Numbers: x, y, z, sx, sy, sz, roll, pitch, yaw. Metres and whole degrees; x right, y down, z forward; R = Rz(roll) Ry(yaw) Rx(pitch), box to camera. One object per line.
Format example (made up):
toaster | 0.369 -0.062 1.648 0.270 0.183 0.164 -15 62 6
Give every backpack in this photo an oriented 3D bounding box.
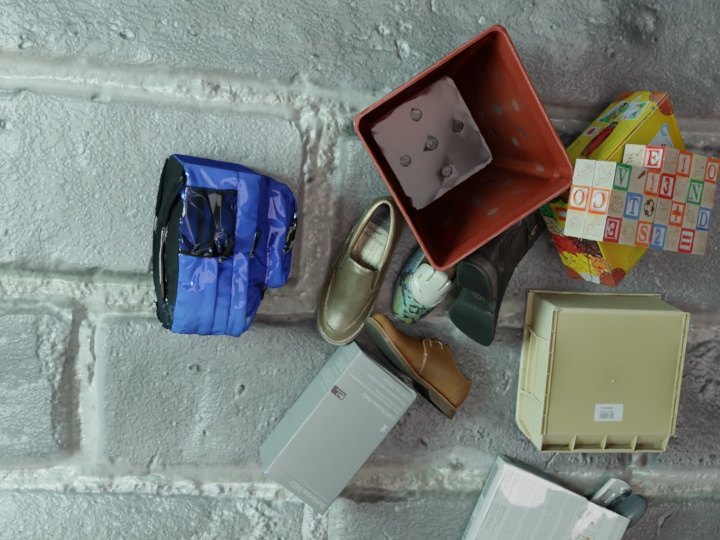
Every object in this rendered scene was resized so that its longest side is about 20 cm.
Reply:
backpack | -0.165 -0.022 1.030 0.164 0.162 0.205 8 98 -14

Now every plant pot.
plant pot | 0.105 -0.150 1.045 0.198 0.176 0.202 -32 105 -3

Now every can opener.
can opener | 0.318 0.377 1.240 0.053 0.067 0.200 43 96 -15

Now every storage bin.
storage bin | 0.325 0.137 1.179 0.195 0.094 0.203 2 101 -10

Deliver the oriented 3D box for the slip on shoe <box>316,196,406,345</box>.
slip on shoe | 0.000 0.000 1.103 0.075 0.061 0.203 29 93 7

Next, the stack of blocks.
stack of blocks | 0.333 -0.087 1.018 0.197 0.058 0.118 4 97 -36

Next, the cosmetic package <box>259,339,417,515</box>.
cosmetic package | -0.032 0.200 1.133 0.106 0.090 0.201 37 89 -16

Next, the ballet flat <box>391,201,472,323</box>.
ballet flat | 0.109 -0.015 1.126 0.074 0.074 0.202 32 94 -14

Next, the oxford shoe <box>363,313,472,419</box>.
oxford shoe | 0.077 0.110 1.139 0.072 0.071 0.200 -49 123 -6

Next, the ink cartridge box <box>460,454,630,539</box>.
ink cartridge box | 0.253 0.372 1.219 0.197 0.050 0.164 23 95 -5

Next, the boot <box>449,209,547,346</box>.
boot | 0.193 -0.010 1.128 0.069 0.202 0.174 31 61 21

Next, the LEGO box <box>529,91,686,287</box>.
LEGO box | 0.324 -0.104 1.094 0.200 0.077 0.150 -43 120 -21
